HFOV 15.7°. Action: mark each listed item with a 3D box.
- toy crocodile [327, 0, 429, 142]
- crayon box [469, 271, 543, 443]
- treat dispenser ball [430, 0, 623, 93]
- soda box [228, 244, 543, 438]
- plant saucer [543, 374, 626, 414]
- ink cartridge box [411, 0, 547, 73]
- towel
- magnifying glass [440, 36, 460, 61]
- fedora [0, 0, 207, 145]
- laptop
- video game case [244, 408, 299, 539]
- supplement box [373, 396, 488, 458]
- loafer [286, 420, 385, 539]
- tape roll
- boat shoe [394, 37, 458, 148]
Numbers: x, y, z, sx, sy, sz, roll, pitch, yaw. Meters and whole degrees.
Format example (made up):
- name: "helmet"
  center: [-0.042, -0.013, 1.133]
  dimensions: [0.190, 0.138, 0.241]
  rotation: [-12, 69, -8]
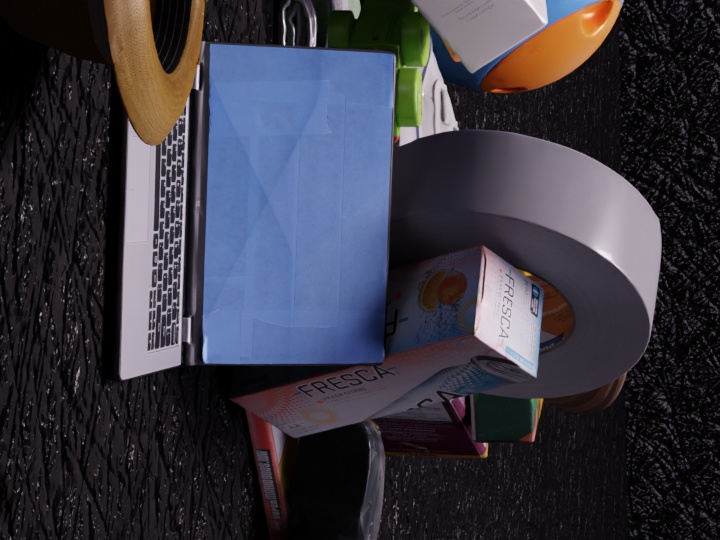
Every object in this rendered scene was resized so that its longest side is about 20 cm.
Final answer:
- name: "toy crocodile"
  center: [0.011, -0.127, 1.761]
  dimensions: [0.201, 0.067, 0.062]
  rotation: [-82, 169, -54]
- name: "crayon box"
  center: [0.109, 0.012, 1.958]
  dimensions: [0.127, 0.050, 0.201]
  rotation: [-68, 155, -63]
- name: "treat dispenser ball"
  center: [0.110, -0.239, 2.036]
  dimensions: [0.201, 0.199, 0.202]
  rotation: [3, 90, -78]
- name: "soda box"
  center: [0.014, 0.046, 1.618]
  dimensions: [0.068, 0.199, 0.064]
  rotation: [33, 53, -41]
- name: "plant saucer"
  center: [0.144, 0.020, 2.060]
  dimensions: [0.200, 0.029, 0.201]
  rotation: [44, -38, 47]
- name: "ink cartridge box"
  center: [0.040, -0.243, 1.729]
  dimensions: [0.200, 0.067, 0.117]
  rotation: [49, 23, -27]
- name: "towel"
  center: [-0.023, -0.126, 1.836]
  dimensions: [0.200, 0.030, 0.150]
  rotation: [-36, 128, -76]
- name: "magnifying glass"
  center: [0.025, -0.235, 1.821]
  dimensions: [0.201, 0.022, 0.080]
  rotation: [60, 4, 12]
- name: "fedora"
  center: [-0.122, -0.152, 1.211]
  dimensions: [0.201, 0.081, 0.202]
  rotation: [0, 90, -83]
- name: "laptop"
  center: [-0.057, -0.036, 1.473]
  dimensions: [0.200, 0.115, 0.189]
  rotation: [-9, 101, -78]
- name: "video game case"
  center: [-0.048, 0.097, 1.793]
  dimensions: [0.143, 0.017, 0.201]
  rotation: [-75, 163, -46]
- name: "supplement box"
  center: [0.040, 0.060, 2.005]
  dimensions: [0.200, 0.102, 0.132]
  rotation: [61, 32, -70]
- name: "loafer"
  center: [-0.019, 0.195, 1.761]
  dimensions: [0.072, 0.072, 0.201]
  rotation: [6, 100, -69]
- name: "tape roll"
  center: [0.088, -0.001, 1.644]
  dimensions: [0.201, 0.199, 0.066]
  rotation: [76, 23, -54]
- name: "boat shoe"
  center: [0.034, -0.098, 1.832]
  dimensions: [0.065, 0.074, 0.201]
  rotation: [34, 38, -22]
